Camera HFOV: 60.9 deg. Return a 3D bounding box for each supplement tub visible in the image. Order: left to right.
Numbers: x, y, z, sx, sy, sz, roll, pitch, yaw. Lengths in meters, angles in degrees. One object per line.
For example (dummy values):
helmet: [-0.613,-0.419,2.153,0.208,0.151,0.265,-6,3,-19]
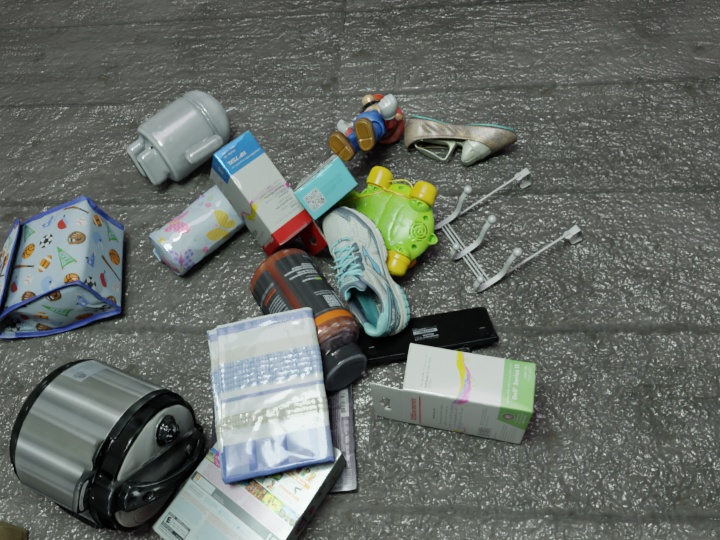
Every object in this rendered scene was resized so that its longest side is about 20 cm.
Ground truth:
supplement tub: [-0.071,0.070,0.867,0.106,0.108,0.201,-30,58,-12]

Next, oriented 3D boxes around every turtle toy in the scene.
turtle toy: [0.032,-0.076,0.951,0.197,0.101,0.148,22,86,22]

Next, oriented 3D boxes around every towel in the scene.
towel: [-0.114,0.151,0.765,0.144,0.024,0.203,-13,65,1]

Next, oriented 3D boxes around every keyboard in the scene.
keyboard: [0.096,0.109,0.877,0.196,0.040,0.105,-10,34,2]

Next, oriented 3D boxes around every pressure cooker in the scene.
pressure cooker: [-0.301,0.219,0.759,0.197,0.180,0.178,16,58,17]

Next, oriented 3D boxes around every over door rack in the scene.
over door rack: [0.224,-0.074,0.950,0.197,0.067,0.149,-26,59,-10]

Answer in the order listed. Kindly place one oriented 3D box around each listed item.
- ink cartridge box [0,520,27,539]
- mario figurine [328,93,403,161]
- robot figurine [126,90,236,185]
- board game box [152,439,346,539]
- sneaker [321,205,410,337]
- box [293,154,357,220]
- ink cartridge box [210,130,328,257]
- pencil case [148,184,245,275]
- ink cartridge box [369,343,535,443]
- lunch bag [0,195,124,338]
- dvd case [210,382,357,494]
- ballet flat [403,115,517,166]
ink cartridge box: [-0.490,0.421,0.715,0.162,0.076,0.203,-15,58,-4]
mario figurine: [0.008,-0.258,1.036,0.121,0.108,0.200,14,29,13]
robot figurine: [-0.312,-0.239,1.086,0.169,0.114,0.200,34,67,32]
board game box: [-0.131,0.275,0.755,0.146,0.065,0.201,29,68,21]
sneaker: [0.000,0.000,0.851,0.077,0.086,0.202,-33,83,30]
box: [-0.054,-0.132,0.938,0.082,0.200,0.049,-38,102,5]
ink cartridge box: [-0.140,-0.094,0.927,0.067,0.116,0.201,-37,93,-18]
pencil case: [-0.247,-0.083,1.000,0.200,0.084,0.090,-44,44,-20]
ink cartridge box: [0.116,0.155,0.787,0.196,0.118,0.068,8,58,11]
lunch bag: [-0.485,0.002,0.954,0.197,0.124,0.173,-18,56,12]
dvd case: [-0.105,0.229,0.827,0.196,0.016,0.151,-6,59,2]
ballet flat: [0.168,-0.218,1.057,0.196,0.068,0.069,11,79,19]
